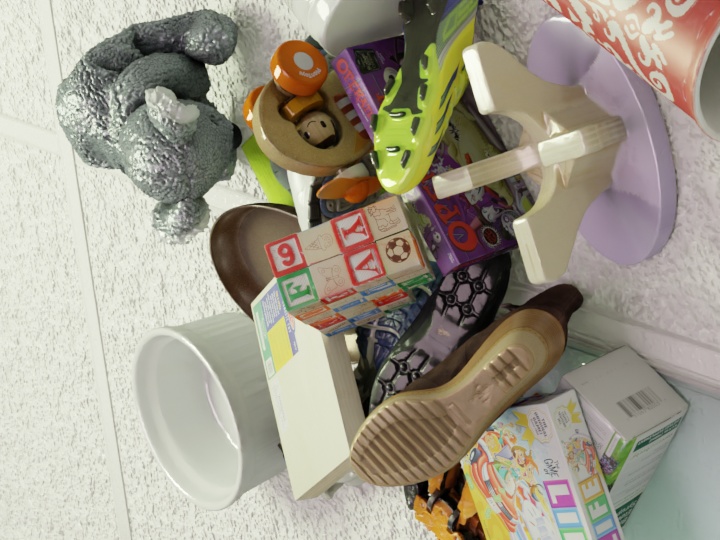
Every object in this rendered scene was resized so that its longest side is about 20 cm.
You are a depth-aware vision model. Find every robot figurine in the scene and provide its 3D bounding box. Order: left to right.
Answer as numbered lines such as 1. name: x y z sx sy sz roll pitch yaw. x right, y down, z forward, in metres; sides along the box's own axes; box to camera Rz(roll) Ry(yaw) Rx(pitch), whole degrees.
1. robot figurine: 0.102 0.175 1.678 0.145 0.058 0.201 43 137 33

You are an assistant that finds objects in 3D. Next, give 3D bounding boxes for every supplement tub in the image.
1. supplement tub: -0.034 -0.292 1.558 0.201 0.131 0.132 55 143 21

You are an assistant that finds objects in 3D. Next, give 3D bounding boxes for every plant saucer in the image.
1. plant saucer: -0.053 0.007 1.768 0.199 0.032 0.201 24 143 20

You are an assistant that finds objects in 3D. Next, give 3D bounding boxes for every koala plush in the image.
1. koala plush: -0.185 -0.127 1.754 0.200 0.182 0.179 -120 27 -53

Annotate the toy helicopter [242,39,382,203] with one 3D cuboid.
1. toy helicopter: 0.005 -0.108 1.542 0.079 0.198 0.133 -51 44 47

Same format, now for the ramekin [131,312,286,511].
1. ramekin: -0.147 0.142 1.962 0.200 0.097 0.202 28 128 42

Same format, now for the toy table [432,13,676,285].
1. toy table: 0.152 -0.091 1.424 0.184 0.117 0.201 -34 79 54

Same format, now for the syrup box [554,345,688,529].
1. syrup box: 0.188 0.165 1.539 0.081 0.078 0.201 46 139 28

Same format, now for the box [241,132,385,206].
1. box: -0.029 -0.110 1.718 0.123 0.047 0.200 62 145 9

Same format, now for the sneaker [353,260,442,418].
1. sneaker: 0.039 0.080 1.704 0.077 0.085 0.201 41 114 38

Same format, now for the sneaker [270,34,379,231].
1. sneaker: -0.036 -0.109 1.638 0.087 0.074 0.202 8 103 57

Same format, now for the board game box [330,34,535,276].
1. board game box: 0.067 -0.101 1.530 0.032 0.120 0.201 -38 77 50

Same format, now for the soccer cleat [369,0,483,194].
1. soccer cleat: 0.061 -0.149 1.481 0.064 0.083 0.202 -8 63 44

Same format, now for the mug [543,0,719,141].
1. mug: 0.228 -0.208 1.287 0.200 0.177 0.134 41 173 39

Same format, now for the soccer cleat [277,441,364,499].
1. soccer cleat: -0.009 0.162 1.824 0.086 0.070 0.200 47 145 3

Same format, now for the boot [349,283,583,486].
1. boot: 0.091 0.092 1.506 0.200 0.166 0.073 -37 91 23

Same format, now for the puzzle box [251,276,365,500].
1. puzzle box: -0.047 0.095 1.706 0.133 0.025 0.202 -45 54 56

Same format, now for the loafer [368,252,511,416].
1. loafer: 0.073 0.061 1.603 0.068 0.070 0.201 35 111 15

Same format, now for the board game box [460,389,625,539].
1. board game box: 0.151 0.201 1.507 0.134 0.034 0.202 -15 95 55

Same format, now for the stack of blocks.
1. stack of blocks: 0.000 0.000 1.556 0.200 0.114 0.059 44 -154 -79
